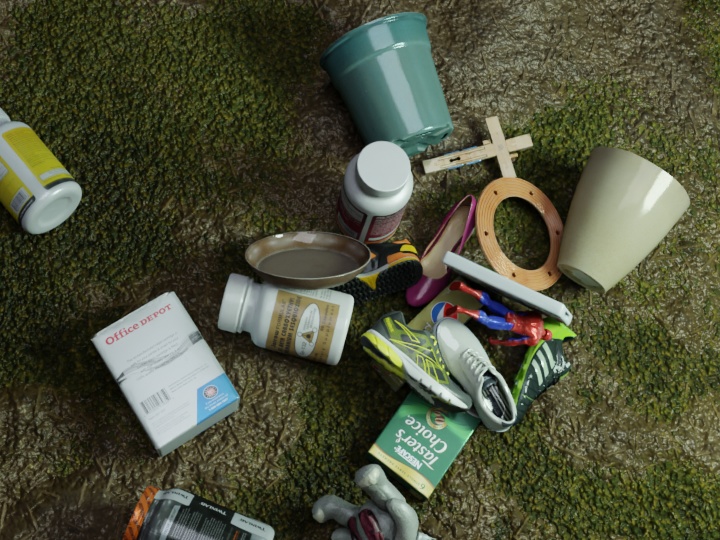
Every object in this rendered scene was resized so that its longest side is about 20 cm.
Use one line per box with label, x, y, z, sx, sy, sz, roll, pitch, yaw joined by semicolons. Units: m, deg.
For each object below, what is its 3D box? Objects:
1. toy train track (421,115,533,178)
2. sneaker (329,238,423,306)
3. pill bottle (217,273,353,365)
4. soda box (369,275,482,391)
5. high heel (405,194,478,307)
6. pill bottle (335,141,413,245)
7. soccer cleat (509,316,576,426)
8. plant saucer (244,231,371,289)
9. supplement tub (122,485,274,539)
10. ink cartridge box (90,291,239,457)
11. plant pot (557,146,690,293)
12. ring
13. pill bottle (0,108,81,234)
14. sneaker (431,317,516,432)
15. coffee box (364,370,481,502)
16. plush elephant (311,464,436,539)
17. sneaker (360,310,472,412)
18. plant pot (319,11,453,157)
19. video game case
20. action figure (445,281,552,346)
toy train track;0.204;-0.201;1.764;0.198;0.033;0.116;-15;80;-7
sneaker;0.000;0.000;1.653;0.198;0.070;0.090;-14;40;-1
pill bottle;-0.117;0.071;1.576;0.198;0.115;0.116;14;69;-2
soda box;0.108;0.102;1.621;0.064;0.068;0.200;45;71;8
high heel;0.131;-0.035;1.654;0.067;0.096;0.201;24;65;17
pill bottle;0.024;-0.126;1.619;0.112;0.200;0.114;3;70;-7
soccer cleat;0.293;0.168;1.626;0.080;0.068;0.201;27;66;1
plant saucer;-0.082;-0.014;1.575;0.198;0.200;0.032;-4;113;-9
supplement tub;-0.234;0.392;1.443;0.198;0.123;0.124;23;69;0
ink cartridge box;-0.297;0.158;1.537;0.144;0.084;0.201;-31;78;-16
plant pot;0.420;-0.071;1.680;0.186;0.187;0.201;32;82;4
ring;0.269;-0.061;1.692;0.199;0.019;0.203;12;68;-30
pill bottle;-0.546;-0.164;1.601;0.112;0.112;0.200;-39;80;-18
sneaker;0.184;0.156;1.554;0.073;0.071;0.201;-33;85;-19
coffee box;0.111;0.248;1.583;0.123;0.044;0.200;38;70;6
plush elephant;0.020;0.411;1.450;0.200;0.164;0.156;40;41;-18
sneaker;0.098;0.137;1.532;0.199;0.074;0.085;38;72;-1
plant pot;0.056;-0.300;1.699;0.198;0.200;0.198;-19;82;-14
video game case;0.235;0.030;1.584;0.198;0.182;0.023;25;90;17
action figure;0.211;0.078;1.589;0.198;0.099;0.066;21;70;-23
